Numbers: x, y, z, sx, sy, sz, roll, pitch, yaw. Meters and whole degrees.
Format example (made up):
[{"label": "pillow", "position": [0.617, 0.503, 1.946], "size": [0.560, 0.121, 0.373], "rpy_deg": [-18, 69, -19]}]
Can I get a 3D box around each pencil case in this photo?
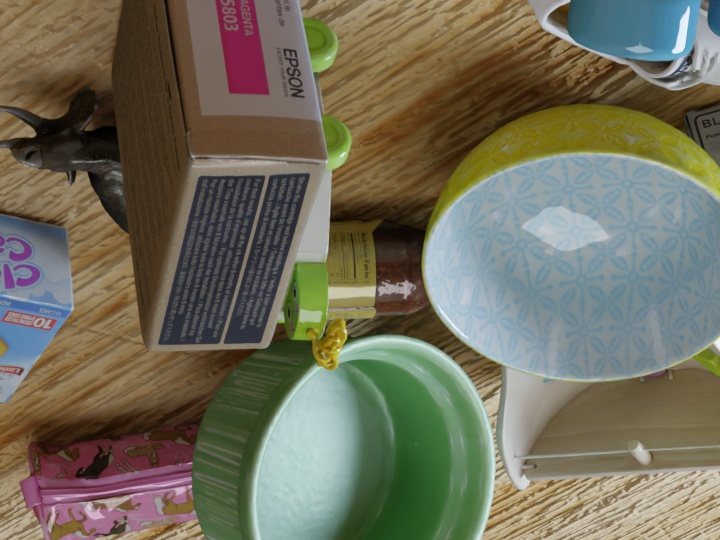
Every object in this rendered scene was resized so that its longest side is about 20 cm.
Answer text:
[{"label": "pencil case", "position": [-0.136, 0.145, 1.607], "size": [0.199, 0.083, 0.087], "rpy_deg": [-9, 134, 0]}]

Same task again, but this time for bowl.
[{"label": "bowl", "position": [0.137, -0.036, 1.386], "size": [0.199, 0.108, 0.200], "rpy_deg": [2, 137, 2]}]

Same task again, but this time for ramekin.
[{"label": "ramekin", "position": [-0.016, 0.136, 1.528], "size": [0.200, 0.201, 0.098], "rpy_deg": [21, 174, -36]}]

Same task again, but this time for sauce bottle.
[{"label": "sauce bottle", "position": [0.000, 0.000, 1.454], "size": [0.199, 0.066, 0.066], "rpy_deg": [-1, 144, -12]}]

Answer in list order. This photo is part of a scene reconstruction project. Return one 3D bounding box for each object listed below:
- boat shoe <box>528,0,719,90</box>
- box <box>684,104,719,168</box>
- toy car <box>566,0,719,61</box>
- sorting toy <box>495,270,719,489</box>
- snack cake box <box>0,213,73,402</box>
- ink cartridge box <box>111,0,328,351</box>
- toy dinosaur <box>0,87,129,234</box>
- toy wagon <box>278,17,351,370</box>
[{"label": "boat shoe", "position": [0.173, -0.135, 1.303], "size": [0.200, 0.070, 0.071], "rpy_deg": [21, 135, -35]}, {"label": "box", "position": [0.283, -0.037, 1.474], "size": [0.116, 0.060, 0.200], "rpy_deg": [-15, 144, 6]}, {"label": "toy car", "position": [0.133, -0.218, 1.118], "size": [0.177, 0.200, 0.185], "rpy_deg": [-7, 114, -35]}, {"label": "sorting toy", "position": [0.176, 0.059, 1.524], "size": [0.199, 0.107, 0.180], "rpy_deg": [-6, 146, 23]}, {"label": "snack cake box", "position": [-0.290, 0.011, 1.396], "size": [0.200, 0.067, 0.115], "rpy_deg": [12, 139, -27]}, {"label": "ink cartridge box", "position": [-0.079, -0.083, 1.201], "size": [0.075, 0.200, 0.165], "rpy_deg": [1, 144, -15]}, {"label": "toy dinosaur", "position": [-0.127, -0.049, 1.349], "size": [0.077, 0.102, 0.200], "rpy_deg": [-51, 152, -2]}, {"label": "toy wagon", "position": [-0.039, -0.036, 1.275], "size": [0.039, 0.200, 0.155], "rpy_deg": [1, 144, -12]}]
